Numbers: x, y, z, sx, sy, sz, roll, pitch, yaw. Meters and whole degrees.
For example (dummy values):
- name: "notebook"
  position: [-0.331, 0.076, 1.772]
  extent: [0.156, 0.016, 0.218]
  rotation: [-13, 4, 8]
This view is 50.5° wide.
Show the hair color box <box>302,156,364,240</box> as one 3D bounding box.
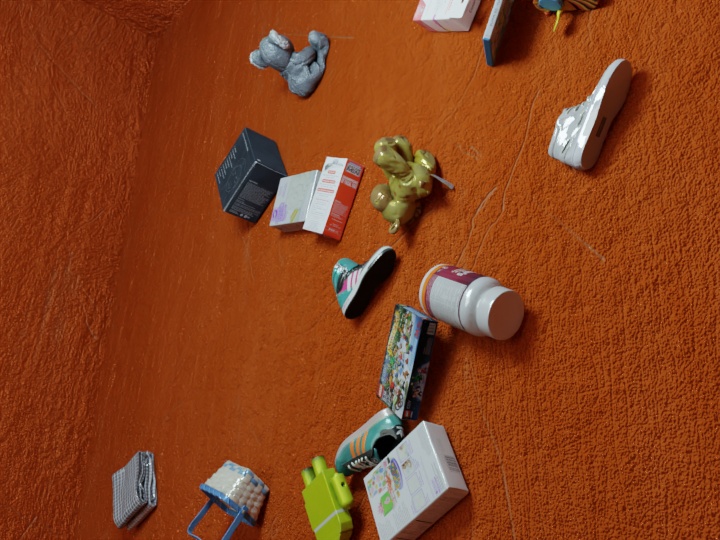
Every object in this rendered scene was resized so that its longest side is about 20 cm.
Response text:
- name: "hair color box"
  position: [-0.070, -0.188, 1.982]
  extent: [0.110, 0.063, 0.204]
  rotation: [17, 89, 57]

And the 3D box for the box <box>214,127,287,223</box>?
- name: "box"
  position: [-0.342, -0.295, 2.356]
  extent: [0.197, 0.122, 0.202]
  rotation: [-52, 38, 26]

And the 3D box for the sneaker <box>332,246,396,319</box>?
- name: "sneaker"
  position: [0.000, 0.000, 1.779]
  extent: [0.201, 0.083, 0.121]
  rotation: [-55, 46, 22]

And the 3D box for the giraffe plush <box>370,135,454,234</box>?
- name: "giraffe plush"
  position: [0.091, -0.180, 1.707]
  extent: [0.200, 0.172, 0.163]
  rotation: [42, 123, 17]

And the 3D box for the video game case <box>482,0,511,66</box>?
- name: "video game case"
  position: [0.300, -0.551, 1.603]
  extent: [0.018, 0.143, 0.204]
  rotation: [18, 88, 15]

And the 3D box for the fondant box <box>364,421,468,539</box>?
- name: "fondant box"
  position: [0.100, 0.406, 1.442]
  extent: [0.200, 0.058, 0.146]
  rotation: [-49, 40, 27]

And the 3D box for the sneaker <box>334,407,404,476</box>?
- name: "sneaker"
  position: [0.017, 0.373, 1.572]
  extent: [0.201, 0.071, 0.081]
  rotation: [-50, 35, 25]

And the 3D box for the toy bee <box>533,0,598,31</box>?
- name: "toy bee"
  position: [0.389, -0.550, 1.513]
  extent: [0.200, 0.108, 0.132]
  rotation: [41, 100, 28]

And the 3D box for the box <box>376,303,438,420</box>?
- name: "box"
  position: [0.092, 0.182, 1.542]
  extent: [0.136, 0.037, 0.204]
  rotation: [-154, 75, -67]

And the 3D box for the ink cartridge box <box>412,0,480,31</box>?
- name: "ink cartridge box"
  position: [0.219, -0.631, 1.798]
  extent: [0.199, 0.067, 0.118]
  rotation: [28, 97, 57]

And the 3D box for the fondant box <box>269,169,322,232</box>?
- name: "fondant box"
  position: [-0.168, -0.190, 2.122]
  extent: [0.198, 0.058, 0.147]
  rotation: [-3, 71, 55]

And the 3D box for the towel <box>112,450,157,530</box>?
- name: "towel"
  position: [-0.718, 0.693, 2.418]
  extent: [0.166, 0.085, 0.202]
  rotation: [-48, 40, 27]

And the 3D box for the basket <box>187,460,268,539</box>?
- name: "basket"
  position: [-0.328, 0.582, 1.868]
  extent: [0.200, 0.140, 0.175]
  rotation: [-48, 27, -24]

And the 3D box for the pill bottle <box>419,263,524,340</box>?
- name: "pill bottle"
  position: [0.207, 0.059, 1.433]
  extent: [0.199, 0.108, 0.111]
  rotation: [20, 90, 55]

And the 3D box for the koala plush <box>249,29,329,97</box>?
- name: "koala plush"
  position: [-0.219, -0.639, 2.291]
  extent: [0.176, 0.198, 0.187]
  rotation: [-22, 56, 46]

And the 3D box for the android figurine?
- name: "android figurine"
  position: [-0.069, 0.503, 1.616]
  extent: [0.183, 0.040, 0.202]
  rotation: [-55, 50, 44]

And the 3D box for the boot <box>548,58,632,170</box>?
- name: "boot"
  position: [0.403, -0.286, 1.364]
  extent: [0.095, 0.073, 0.203]
  rotation: [32, 101, 48]
